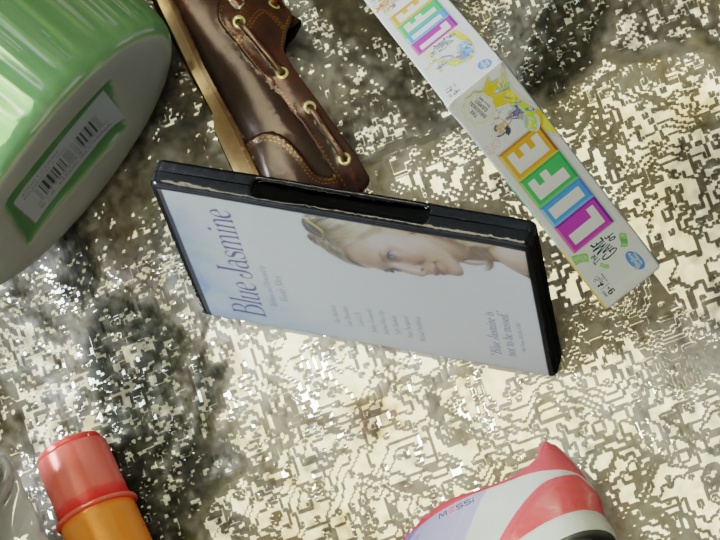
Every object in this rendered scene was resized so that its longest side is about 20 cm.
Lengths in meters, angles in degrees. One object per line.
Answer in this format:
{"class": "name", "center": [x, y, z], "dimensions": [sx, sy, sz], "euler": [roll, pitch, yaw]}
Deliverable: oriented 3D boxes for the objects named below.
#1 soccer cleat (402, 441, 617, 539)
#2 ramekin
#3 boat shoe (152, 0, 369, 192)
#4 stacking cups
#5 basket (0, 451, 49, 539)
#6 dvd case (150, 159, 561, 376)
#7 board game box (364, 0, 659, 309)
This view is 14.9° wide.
{"class": "soccer cleat", "center": [0.036, 0.163, 1.416], "dimensions": [0.199, 0.068, 0.073], "euler": [-30, 50, 10]}
{"class": "ramekin", "center": [-0.188, -0.085, 1.446], "dimensions": [0.098, 0.200, 0.200], "euler": [37, 89, 9]}
{"class": "boat shoe", "center": [-0.062, -0.116, 1.486], "dimensions": [0.070, 0.070, 0.201], "euler": [-27, 81, 2]}
{"class": "stacking cups", "center": [-0.114, 0.178, 1.443], "dimensions": [0.060, 0.061, 0.201], "euler": [-26, 74, 7]}
{"class": "basket", "center": [-0.227, 0.225, 1.371], "dimensions": [0.160, 0.200, 0.199], "euler": [-23, 95, 13]}
{"class": "dvd case", "center": [0.000, 0.000, 1.409], "dimensions": [0.199, 0.143, 0.018], "euler": [10, 64, 15]}
{"class": "board game box", "center": [0.069, -0.074, 1.356], "dimensions": [0.034, 0.200, 0.135], "euler": [-38, 114, 4]}
